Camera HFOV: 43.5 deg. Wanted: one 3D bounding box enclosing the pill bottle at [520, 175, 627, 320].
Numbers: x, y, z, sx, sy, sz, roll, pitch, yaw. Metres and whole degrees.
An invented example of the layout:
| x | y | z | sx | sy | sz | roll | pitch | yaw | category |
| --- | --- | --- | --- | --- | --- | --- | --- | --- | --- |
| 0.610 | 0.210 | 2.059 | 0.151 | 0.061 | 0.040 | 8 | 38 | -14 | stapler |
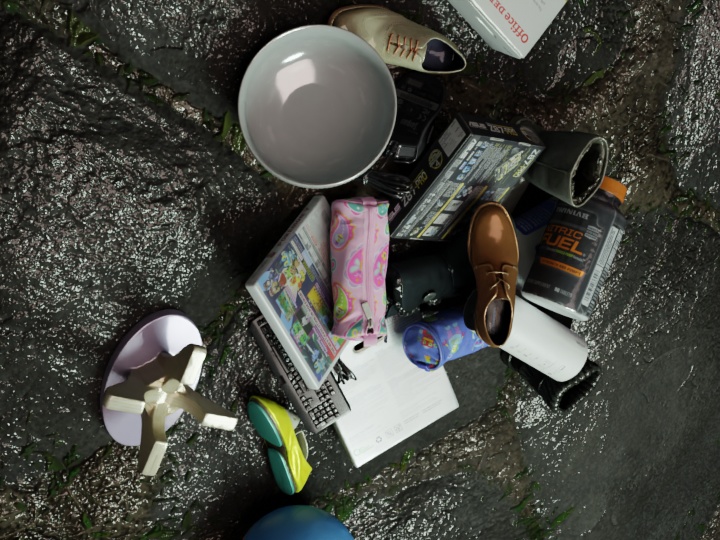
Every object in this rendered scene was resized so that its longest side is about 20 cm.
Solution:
| x | y | z | sx | sy | sz | roll | pitch | yaw | category |
| --- | --- | --- | --- | --- | --- | --- | --- | --- | --- |
| 0.314 | -0.038 | 1.298 | 0.106 | 0.106 | 0.202 | 24 | 87 | -34 | pill bottle |

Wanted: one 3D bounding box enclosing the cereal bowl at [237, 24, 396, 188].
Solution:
| x | y | z | sx | sy | sz | roll | pitch | yaw | category |
| --- | --- | --- | --- | --- | --- | --- | --- | --- | --- |
| -0.055 | -0.201 | 1.140 | 0.198 | 0.083 | 0.202 | 0 | 89 | -4 | cereal bowl |

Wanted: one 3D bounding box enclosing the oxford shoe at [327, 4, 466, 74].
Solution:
| x | y | z | sx | sy | sz | roll | pitch | yaw | category |
| --- | --- | --- | --- | --- | --- | --- | --- | --- | --- |
| 0.052 | -0.301 | 1.180 | 0.198 | 0.074 | 0.071 | 3 | 111 | -30 | oxford shoe |

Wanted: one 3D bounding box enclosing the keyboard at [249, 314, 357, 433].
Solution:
| x | y | z | sx | sy | sz | roll | pitch | yaw | category |
| --- | --- | --- | --- | --- | --- | --- | --- | --- | --- |
| -0.072 | 0.136 | 1.307 | 0.104 | 0.040 | 0.201 | -32 | 109 | -13 | keyboard |

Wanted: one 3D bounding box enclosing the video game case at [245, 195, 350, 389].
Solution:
| x | y | z | sx | sy | sz | roll | pitch | yaw | category |
| --- | --- | --- | --- | --- | --- | --- | --- | --- | --- |
| -0.062 | 0.030 | 1.252 | 0.183 | 0.023 | 0.201 | -55 | 133 | -35 | video game case |

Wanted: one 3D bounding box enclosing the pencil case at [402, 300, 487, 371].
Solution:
| x | y | z | sx | sy | sz | roll | pitch | yaw | category |
| --- | --- | --- | --- | --- | --- | --- | --- | --- | --- |
| 0.155 | 0.094 | 1.385 | 0.199 | 0.078 | 0.088 | -18 | 108 | -40 | pencil case |

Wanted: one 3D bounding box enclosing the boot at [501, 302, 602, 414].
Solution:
| x | y | z | sx | sy | sz | roll | pitch | yaw | category |
| --- | --- | --- | --- | --- | --- | --- | --- | --- | --- |
| 0.338 | 0.114 | 1.473 | 0.079 | 0.158 | 0.212 | 23 | 100 | -36 | boot |

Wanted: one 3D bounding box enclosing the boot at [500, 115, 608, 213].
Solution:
| x | y | z | sx | sy | sz | roll | pitch | yaw | category |
| --- | --- | --- | --- | --- | --- | --- | --- | --- | --- |
| 0.260 | -0.126 | 1.295 | 0.072 | 0.200 | 0.184 | 3 | 111 | -31 | boot |

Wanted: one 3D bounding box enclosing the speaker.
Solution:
| x | y | z | sx | sy | sz | roll | pitch | yaw | category |
| --- | --- | --- | --- | --- | --- | --- | --- | --- | --- |
| 0.248 | 0.093 | 1.355 | 0.199 | 0.081 | 0.082 | 29 | 97 | -29 | speaker |

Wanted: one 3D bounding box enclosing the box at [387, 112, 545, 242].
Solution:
| x | y | z | sx | sy | sz | roll | pitch | yaw | category |
| --- | --- | --- | --- | --- | --- | --- | --- | --- | --- |
| 0.142 | -0.123 | 1.261 | 0.160 | 0.049 | 0.200 | 2 | 137 | -40 | box |

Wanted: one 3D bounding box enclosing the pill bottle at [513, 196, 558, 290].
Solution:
| x | y | z | sx | sy | sz | roll | pitch | yaw | category |
| --- | --- | --- | --- | --- | --- | --- | --- | --- | --- |
| 0.272 | -0.037 | 1.399 | 0.199 | 0.112 | 0.113 | -28 | 123 | -14 | pill bottle |

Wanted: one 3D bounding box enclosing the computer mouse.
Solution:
| x | y | z | sx | sy | sz | roll | pitch | yaw | category |
| --- | --- | --- | --- | --- | --- | --- | --- | --- | --- |
| 0.029 | -0.189 | 1.223 | 0.046 | 0.139 | 0.201 | 90 | 18 | -65 | computer mouse |

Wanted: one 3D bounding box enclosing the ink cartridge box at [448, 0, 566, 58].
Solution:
| x | y | z | sx | sy | sz | roll | pitch | yaw | category |
| --- | --- | --- | --- | --- | --- | --- | --- | --- | --- |
| 0.216 | -0.411 | 1.213 | 0.144 | 0.085 | 0.201 | 36 | 91 | -35 | ink cartridge box |

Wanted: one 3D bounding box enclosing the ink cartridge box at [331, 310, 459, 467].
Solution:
| x | y | z | sx | sy | sz | roll | pitch | yaw | category |
| --- | --- | --- | --- | --- | --- | --- | --- | --- | --- |
| 0.033 | 0.170 | 1.396 | 0.198 | 0.041 | 0.202 | -27 | 107 | -15 | ink cartridge box |

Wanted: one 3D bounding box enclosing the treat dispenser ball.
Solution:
| x | y | z | sx | sy | sz | roll | pitch | yaw | category |
| --- | --- | --- | --- | --- | --- | --- | --- | --- | --- |
| -0.095 | 0.461 | 1.373 | 0.199 | 0.201 | 0.203 | -12 | 117 | -23 | treat dispenser ball |

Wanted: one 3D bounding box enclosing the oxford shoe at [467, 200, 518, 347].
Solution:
| x | y | z | sx | sy | sz | roll | pitch | yaw | category |
| --- | --- | --- | --- | --- | --- | --- | --- | --- | --- |
| 0.187 | 0.007 | 1.229 | 0.071 | 0.071 | 0.202 | -6 | 100 | -2 | oxford shoe |

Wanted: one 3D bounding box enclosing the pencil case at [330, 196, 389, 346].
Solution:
| x | y | z | sx | sy | sz | roll | pitch | yaw | category |
| --- | --- | --- | --- | --- | --- | --- | --- | --- | --- |
| 0.000 | 0.000 | 1.241 | 0.087 | 0.087 | 0.202 | -1 | 93 | -28 | pencil case |

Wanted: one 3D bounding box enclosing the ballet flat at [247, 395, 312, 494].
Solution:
| x | y | z | sx | sy | sz | roll | pitch | yaw | category |
| --- | --- | --- | --- | --- | --- | --- | --- | --- | --- |
| -0.116 | 0.249 | 1.357 | 0.067 | 0.066 | 0.201 | -40 | 130 | -33 | ballet flat |

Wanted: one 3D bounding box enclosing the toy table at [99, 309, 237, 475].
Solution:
| x | y | z | sx | sy | sz | roll | pitch | yaw | category |
| --- | --- | --- | --- | --- | --- | --- | --- | --- | --- |
| -0.263 | 0.165 | 1.199 | 0.182 | 0.117 | 0.202 | 4 | 109 | -30 | toy table |

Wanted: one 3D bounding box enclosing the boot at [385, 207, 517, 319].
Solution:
| x | y | z | sx | sy | sz | roll | pitch | yaw | category |
| --- | --- | --- | --- | --- | --- | --- | --- | --- | --- |
| 0.116 | -0.005 | 1.296 | 0.167 | 0.077 | 0.200 | -14 | 155 | -32 | boot |
